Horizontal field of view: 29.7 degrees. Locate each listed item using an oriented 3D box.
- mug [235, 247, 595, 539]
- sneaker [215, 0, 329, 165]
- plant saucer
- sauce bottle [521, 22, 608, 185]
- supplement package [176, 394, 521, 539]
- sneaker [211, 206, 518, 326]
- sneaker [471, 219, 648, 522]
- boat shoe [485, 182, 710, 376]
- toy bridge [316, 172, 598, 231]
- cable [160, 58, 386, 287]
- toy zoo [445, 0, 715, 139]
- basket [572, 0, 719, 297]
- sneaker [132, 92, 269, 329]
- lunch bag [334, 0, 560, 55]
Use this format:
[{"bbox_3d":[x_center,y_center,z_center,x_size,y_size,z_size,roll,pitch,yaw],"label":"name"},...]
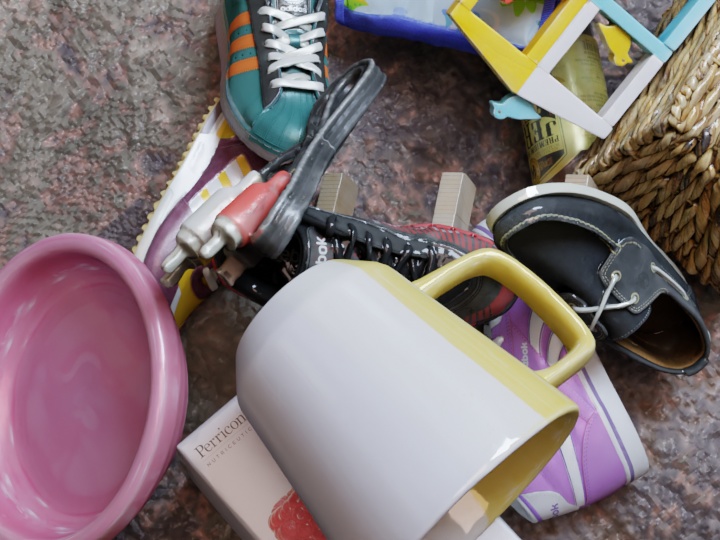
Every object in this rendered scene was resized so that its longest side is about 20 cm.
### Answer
[{"bbox_3d":[0.022,0.072,0.748,0.153,0.186,0.149,45,119,19],"label":"mug"},{"bbox_3d":[-0.055,-0.153,0.907,0.071,0.080,0.200,3,44,-23],"label":"sneaker"},{"bbox_3d":[-0.177,0.079,0.846,0.200,0.051,0.201,-9,75,37],"label":"plant saucer"},{"bbox_3d":[0.149,-0.080,0.943,0.065,0.065,0.200,-7,72,-5],"label":"sauce bottle"},{"bbox_3d":[-0.003,0.154,0.838,0.121,0.120,0.200,-41,79,-13],"label":"supplement package"},{"bbox_3d":[0.000,0.000,0.833,0.200,0.098,0.071,9,93,5],"label":"sneaker"},{"bbox_3d":[0.095,0.068,0.895,0.114,0.073,0.201,-25,76,-6],"label":"sneaker"},{"bbox_3d":[0.154,0.007,0.836,0.072,0.200,0.068,-36,46,24],"label":"boat shoe"},{"bbox_3d":[0.060,-0.030,0.896,0.200,0.027,0.067,3,69,28],"label":"toy bridge"},{"bbox_3d":[-0.041,-0.067,0.786,0.050,0.097,0.200,40,62,-16],"label":"cable"},{"bbox_3d":[0.146,-0.176,0.853,0.131,0.020,0.200,37,98,-13],"label":"toy zoo"},{"bbox_3d":[0.263,-0.105,0.887,0.149,0.143,0.200,38,62,-8],"label":"basket"},{"bbox_3d":[-0.088,-0.028,0.913,0.090,0.075,0.200,20,74,9],"label":"sneaker"},{"bbox_3d":[0.089,-0.243,0.940,0.170,0.127,0.200,16,76,28],"label":"lunch bag"}]
